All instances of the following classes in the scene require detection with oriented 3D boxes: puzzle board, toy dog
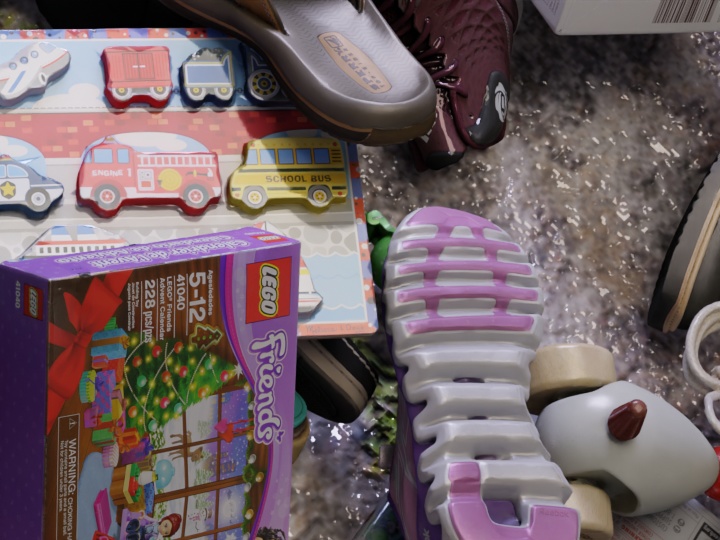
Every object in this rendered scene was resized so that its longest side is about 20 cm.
[{"bbox_3d":[-0.095,-0.040,1.348,0.199,0.017,0.152,-2,69,-14],"label":"puzzle board"},{"bbox_3d":[0.160,0.081,1.425,0.199,0.096,0.133,-15,81,-31],"label":"toy dog"}]

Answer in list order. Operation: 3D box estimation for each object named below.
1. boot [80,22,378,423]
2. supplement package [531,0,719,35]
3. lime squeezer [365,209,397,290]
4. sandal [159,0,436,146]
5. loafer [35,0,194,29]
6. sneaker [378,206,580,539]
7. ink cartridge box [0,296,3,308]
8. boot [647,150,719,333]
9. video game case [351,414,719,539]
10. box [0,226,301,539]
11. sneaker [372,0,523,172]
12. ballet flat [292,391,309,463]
[{"bbox_3d":[-0.031,-0.043,1.418,0.200,0.073,0.151,45,67,0],"label":"boot"},{"bbox_3d":[0.143,-0.241,1.568,0.151,0.151,0.200,-3,41,-28],"label":"supplement package"},{"bbox_3d":[0.000,0.000,1.460,0.199,0.038,0.071,21,41,-4],"label":"lime squeezer"},{"bbox_3d":[-0.037,-0.131,1.365,0.081,0.055,0.200,-22,53,-33],"label":"sandal"},{"bbox_3d":[-0.128,-0.152,1.478,0.199,0.073,0.072,35,46,-9],"label":"loafer"},{"bbox_3d":[0.042,0.067,1.388,0.080,0.089,0.201,4,58,-19],"label":"sneaker"},{"bbox_3d":[-0.270,0.017,1.264,0.199,0.146,0.085,34,52,-4],"label":"ink cartridge box"},{"bbox_3d":[0.244,-0.027,1.555,0.138,0.078,0.201,30,64,4],"label":"boot"},{"bbox_3d":[0.097,0.158,1.432,0.200,0.024,0.182,39,53,-1],"label":"video game case"},{"bbox_3d":[-0.091,0.088,1.284,0.136,0.039,0.201,-10,108,-42],"label":"box"},{"bbox_3d":[0.025,-0.113,1.488,0.200,0.075,0.116,23,58,-52],"label":"sneaker"},{"bbox_3d":[-0.113,0.031,1.382,0.200,0.063,0.069,42,30,8],"label":"ballet flat"}]
